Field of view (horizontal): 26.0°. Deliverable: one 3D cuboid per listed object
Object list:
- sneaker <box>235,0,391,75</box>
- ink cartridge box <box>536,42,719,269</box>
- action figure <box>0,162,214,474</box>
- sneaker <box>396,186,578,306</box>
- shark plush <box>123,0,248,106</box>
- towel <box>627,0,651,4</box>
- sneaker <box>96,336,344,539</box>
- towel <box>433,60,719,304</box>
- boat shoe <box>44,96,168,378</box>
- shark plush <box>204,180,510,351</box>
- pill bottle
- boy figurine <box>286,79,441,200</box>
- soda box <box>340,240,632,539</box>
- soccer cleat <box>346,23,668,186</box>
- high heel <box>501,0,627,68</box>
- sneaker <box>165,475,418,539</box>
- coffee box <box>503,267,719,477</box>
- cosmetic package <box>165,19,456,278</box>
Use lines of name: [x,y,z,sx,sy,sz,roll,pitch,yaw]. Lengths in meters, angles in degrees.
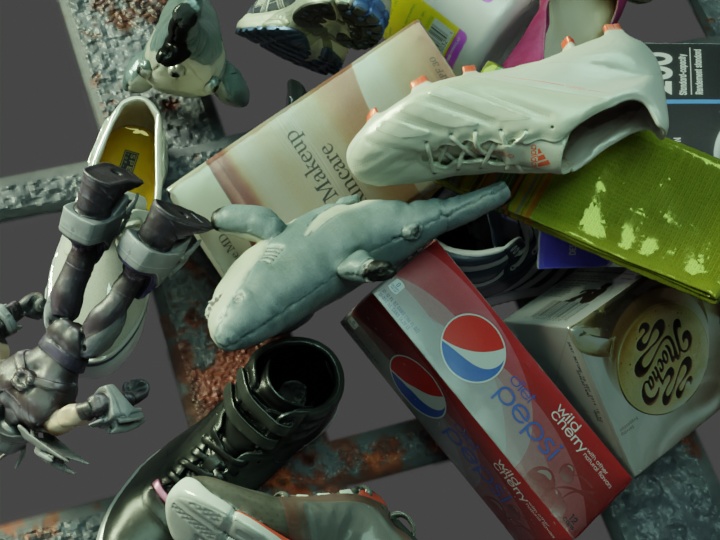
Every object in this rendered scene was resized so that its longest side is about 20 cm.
sneaker: [-0.022,-0.195,1.101,0.077,0.200,0.086,25,78,-24]
ink cartridge box: [0.220,-0.080,1.040,0.198,0.044,0.199,0,44,10]
action figure: [-0.176,0.038,0.971,0.130,0.069,0.201,34,100,13]
sneaker: [0.116,-0.030,1.078,0.199,0.109,0.070,-19,66,-20]
shark plush: [-0.129,-0.166,1.068,0.090,0.200,0.084,8,92,6]
towel: [0.138,-0.269,1.204,0.199,0.037,0.149,5,38,-39]
sneaker: [-0.086,0.110,0.967,0.200,0.099,0.071,-39,75,-25]
towel: [0.147,-0.057,0.968,0.199,0.018,0.087,25,87,17]
boat shoe: [-0.166,-0.028,1.046,0.070,0.070,0.201,13,60,-2]
shark plush: [0.000,0.000,0.955,0.198,0.092,0.083,-11,19,-11]
pill bottle: [0.035,-0.229,1.178,0.200,0.104,0.104,39,61,12]
boy figurine: [0.044,-0.089,1.125,0.198,0.065,0.125,3,59,-4]
soda box: [0.079,0.083,1.003,0.063,0.070,0.200,-39,88,-28]
soccer cleat: [0.089,-0.086,0.944,0.198,0.069,0.078,-19,62,4]
high heel: [0.152,-0.175,1.083,0.200,0.096,0.067,-46,103,-21]
sneaker: [-0.023,0.165,0.944,0.199,0.077,0.082,28,49,-10]
coffee box: [0.209,0.034,1.049,0.199,0.080,0.114,-32,107,-24]
cosmetic package: [-0.021,-0.068,1.039,0.199,0.087,0.104,-36,94,-5]
